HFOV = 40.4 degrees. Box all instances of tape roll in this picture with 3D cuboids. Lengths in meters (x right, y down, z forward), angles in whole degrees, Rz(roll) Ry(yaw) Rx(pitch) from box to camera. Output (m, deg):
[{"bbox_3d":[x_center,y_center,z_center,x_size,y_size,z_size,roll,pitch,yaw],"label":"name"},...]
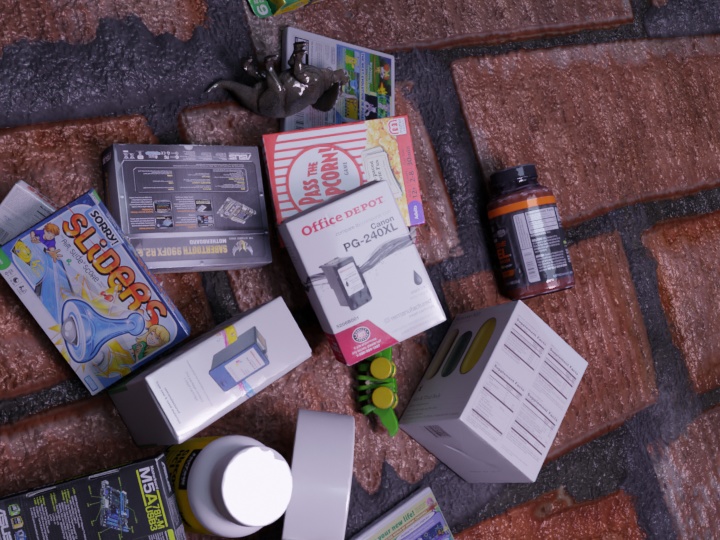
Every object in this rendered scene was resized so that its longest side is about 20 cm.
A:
[{"bbox_3d":[-0.054,0.270,1.172,0.071,0.202,0.203,8,74,-3],"label":"tape roll"}]

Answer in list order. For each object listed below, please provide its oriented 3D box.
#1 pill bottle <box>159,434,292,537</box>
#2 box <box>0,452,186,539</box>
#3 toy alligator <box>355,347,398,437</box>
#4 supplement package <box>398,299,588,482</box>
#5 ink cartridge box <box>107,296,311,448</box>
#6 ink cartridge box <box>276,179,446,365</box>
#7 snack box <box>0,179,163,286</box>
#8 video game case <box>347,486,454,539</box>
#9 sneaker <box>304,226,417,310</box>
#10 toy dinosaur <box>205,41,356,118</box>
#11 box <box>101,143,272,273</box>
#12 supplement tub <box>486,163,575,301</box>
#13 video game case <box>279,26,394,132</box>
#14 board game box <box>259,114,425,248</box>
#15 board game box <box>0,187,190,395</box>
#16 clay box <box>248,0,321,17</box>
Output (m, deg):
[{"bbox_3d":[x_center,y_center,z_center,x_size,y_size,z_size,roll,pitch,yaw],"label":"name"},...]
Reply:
[{"bbox_3d":[-0.160,0.245,1.116,0.112,0.200,0.113,8,75,-31],"label":"pill bottle"},{"bbox_3d":[-0.283,0.319,1.059,0.193,0.048,0.200,-16,88,-2],"label":"box"},{"bbox_3d":[0.019,0.129,1.344,0.054,0.059,0.200,-5,80,8],"label":"toy alligator"},{"bbox_3d":[0.186,0.173,1.377,0.151,0.152,0.200,41,62,-18],"label":"supplement package"},{"bbox_3d":[-0.178,0.121,1.163,0.200,0.145,0.088,-30,95,-32],"label":"ink cartridge box"},{"bbox_3d":[0.000,0.000,1.258,0.145,0.083,0.200,-25,96,-9],"label":"ink cartridge box"},{"bbox_3d":[-0.332,-0.016,1.136,0.200,0.024,0.072,37,100,-15],"label":"snack box"},{"bbox_3d":[0.056,0.421,1.322,0.200,0.022,0.182,-28,95,-32],"label":"video game case"},{"bbox_3d":[0.006,-0.011,1.347,0.075,0.081,0.200,47,60,-13],"label":"sneaker"},{"bbox_3d":[-0.102,-0.243,1.306,0.200,0.077,0.102,-18,118,-10],"label":"toy dinosaur"},{"bbox_3d":[-0.217,-0.078,1.238,0.200,0.048,0.158,-4,83,-32],"label":"box"},{"bbox_3d":[0.256,-0.059,1.499,0.107,0.107,0.200,-11,85,-33],"label":"supplement tub"},{"bbox_3d":[-0.031,-0.234,1.405,0.182,0.022,0.200,8,75,-31],"label":"video game case"},{"bbox_3d":[-0.024,-0.120,1.320,0.200,0.046,0.152,-10,90,-9],"label":"board game box"},{"bbox_3d":[-0.305,0.026,1.117,0.135,0.034,0.200,-32,106,2],"label":"board game box"},{"bbox_3d":[-0.084,-0.441,1.399,0.200,0.048,0.115,-28,95,-34],"label":"clay box"}]
